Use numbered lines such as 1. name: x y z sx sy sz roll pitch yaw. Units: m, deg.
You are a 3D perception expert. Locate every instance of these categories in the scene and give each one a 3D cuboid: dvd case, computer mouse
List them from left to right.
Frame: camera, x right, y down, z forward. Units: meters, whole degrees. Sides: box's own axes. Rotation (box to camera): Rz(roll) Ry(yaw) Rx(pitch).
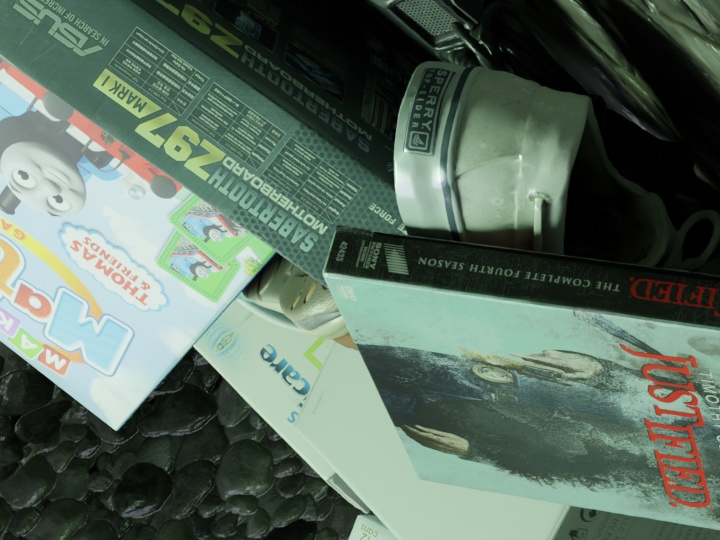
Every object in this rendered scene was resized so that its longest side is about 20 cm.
1. computer mouse: 0.044 -0.087 0.978 0.140 0.046 0.200 38 179 -39
2. dvd case: 0.098 0.042 0.872 0.200 0.022 0.146 7 152 18

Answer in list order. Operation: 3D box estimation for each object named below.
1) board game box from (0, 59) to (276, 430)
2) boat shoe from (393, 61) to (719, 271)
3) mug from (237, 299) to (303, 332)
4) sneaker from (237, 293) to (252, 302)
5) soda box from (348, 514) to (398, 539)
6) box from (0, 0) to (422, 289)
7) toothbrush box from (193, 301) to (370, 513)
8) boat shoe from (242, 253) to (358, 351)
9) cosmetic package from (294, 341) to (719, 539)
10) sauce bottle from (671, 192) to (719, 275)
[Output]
1. board game box: -0.113 -0.032 1.141 0.151 0.037 0.200 38 139 -4
2. boat shoe: 0.076 -0.005 0.901 0.086 0.075 0.202 7 154 19
3. mug: 0.003 -0.056 1.429 0.200 0.148 0.175 14 -166 -11
4. sneaker: -0.106 -0.022 1.301 0.200 0.082 0.074 27 -139 -25
5. soda box: 0.080 0.179 1.225 0.200 0.064 0.068 25 -173 32
6. box: -0.042 -0.073 1.006 0.200 0.051 0.158 35 -160 -12
7. toothbrush box: 0.015 0.017 1.603 0.146 0.200 0.086 45 179 25
8. boat shoe: 0.000 0.000 1.146 0.072 0.076 0.200 28 -172 -15
9. cosmetic package: 0.112 0.086 1.191 0.200 0.123 0.199 18 -166 -32
10. sauce bottle: 0.115 0.002 1.026 0.066 0.066 0.200 44 178 -13
